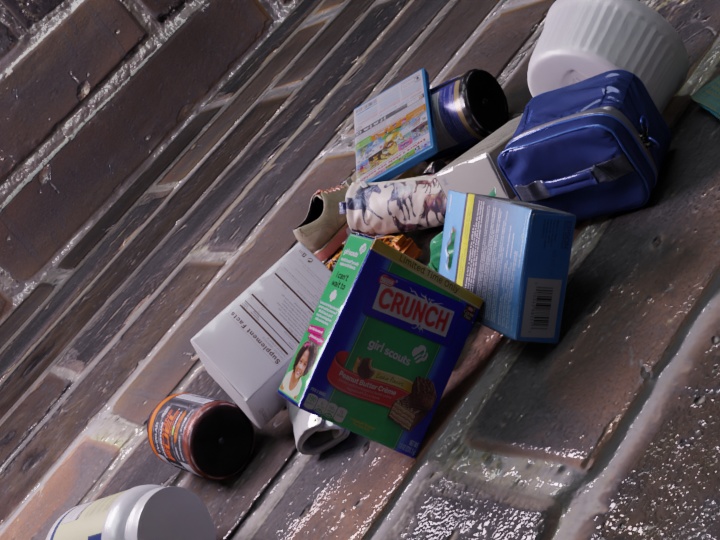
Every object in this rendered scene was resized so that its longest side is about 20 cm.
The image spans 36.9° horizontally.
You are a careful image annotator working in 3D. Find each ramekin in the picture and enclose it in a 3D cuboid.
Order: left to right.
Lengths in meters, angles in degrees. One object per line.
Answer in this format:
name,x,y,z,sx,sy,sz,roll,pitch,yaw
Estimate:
ramekin,0.311,-0.254,1.388,0.199,0.200,0.099,-3,51,56

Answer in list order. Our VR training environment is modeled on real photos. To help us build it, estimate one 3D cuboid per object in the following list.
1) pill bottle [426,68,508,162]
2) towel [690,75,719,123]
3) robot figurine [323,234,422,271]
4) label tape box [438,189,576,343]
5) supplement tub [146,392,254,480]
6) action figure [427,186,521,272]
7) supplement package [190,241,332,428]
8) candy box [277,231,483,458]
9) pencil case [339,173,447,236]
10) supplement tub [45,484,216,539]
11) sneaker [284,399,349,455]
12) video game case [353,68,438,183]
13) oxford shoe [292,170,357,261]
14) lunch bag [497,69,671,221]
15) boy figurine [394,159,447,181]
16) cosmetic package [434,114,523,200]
pill bottle,0.134,-0.244,1.759,0.198,0.112,0.113,-18,32,45
towel,0.501,-0.237,1.270,0.199,0.022,0.147,-36,24,11
robot figurine,0.000,0.000,1.615,0.199,0.058,0.145,-6,40,55
label tape box,0.165,-0.011,1.259,0.200,0.062,0.147,-153,68,-66
supplement tub,-0.237,0.231,1.532,0.107,0.107,0.199,-51,24,-23
action figure,0.148,-0.029,1.399,0.054,0.120,0.199,-28,2,-37
supplement package,-0.108,0.088,1.443,0.200,0.120,0.122,-42,-21,-14
candy box,0.025,0.084,1.215,0.077,0.168,0.203,15,80,61
pencil case,0.069,-0.103,1.595,0.197,0.091,0.078,-6,29,28
supplement tub,-0.289,0.351,1.352,0.198,0.145,0.146,-24,28,38
sneaker,-0.020,0.145,1.343,0.201,0.073,0.117,-51,34,27
video game case,0.053,-0.223,1.708,0.142,0.018,0.202,-27,40,23
oxford shoe,-0.032,-0.109,1.692,0.070,0.075,0.201,-12,38,52
lunch bag,0.277,-0.140,1.312,0.198,0.136,0.133,-14,35,46
boy figurine,0.068,-0.124,1.721,0.198,0.064,0.125,-7,47,51
cosmetic package,0.202,-0.151,1.460,0.104,0.072,0.199,-18,15,48
